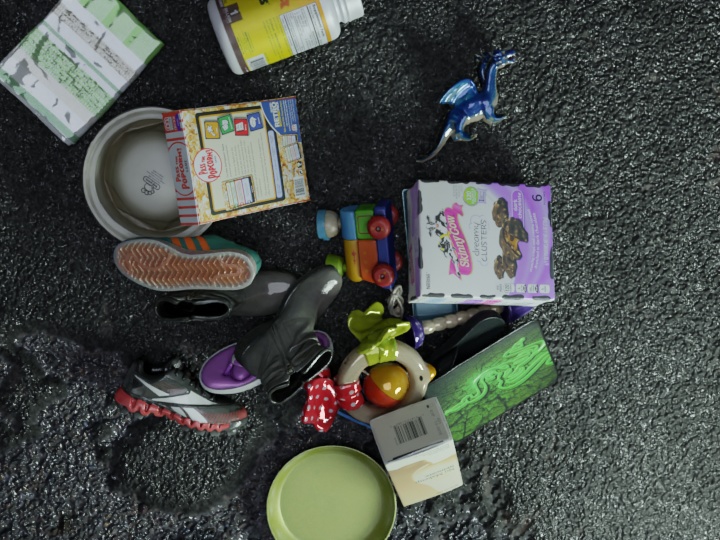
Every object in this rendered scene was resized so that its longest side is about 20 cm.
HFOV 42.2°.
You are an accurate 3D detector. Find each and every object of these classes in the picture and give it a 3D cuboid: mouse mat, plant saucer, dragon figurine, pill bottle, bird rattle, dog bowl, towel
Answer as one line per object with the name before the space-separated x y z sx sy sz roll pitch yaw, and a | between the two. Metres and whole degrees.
mouse mat | 0.197 0.168 1.388 0.199 0.008 0.161 -32 133 -2
plant saucer | 0.104 -0.025 1.393 0.070 0.019 0.201 -6 99 -2
dragon figurine | 0.144 -0.239 1.339 0.199 0.059 0.100 -32 100 2
pill bottle | -0.101 -0.352 1.282 0.199 0.109 0.110 -21 100 0
bird rattle | 0.014 0.154 1.297 0.163 0.113 0.200 33 93 -18
dog bowl | -0.287 -0.132 1.325 0.199 0.074 0.201 -1 100 -4
plant saucer | -0.045 0.361 1.441 0.199 0.031 0.201 -1 100 -3
towel | -0.396 -0.297 1.319 0.149 0.031 0.200 44 92 -11

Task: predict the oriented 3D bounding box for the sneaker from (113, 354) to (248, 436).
sneaker | -0.258 0.180 1.378 0.199 0.071 0.098 16 100 -4

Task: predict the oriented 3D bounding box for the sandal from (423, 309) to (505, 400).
sandal | 0.140 0.139 1.367 0.075 0.048 0.201 10 129 -37

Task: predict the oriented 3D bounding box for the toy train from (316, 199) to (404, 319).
toy train | 0.000 0.000 1.368 0.115 0.085 0.201 -1 107 13

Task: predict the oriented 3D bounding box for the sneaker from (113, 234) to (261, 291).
sneaker | -0.235 -0.013 1.287 0.199 0.080 0.072 7 105 5

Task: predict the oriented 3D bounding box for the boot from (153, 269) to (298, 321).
boot | -0.184 0.046 1.323 0.199 0.131 0.068 -4 100 -2

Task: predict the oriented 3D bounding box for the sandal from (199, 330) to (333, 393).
sandal | -0.141 0.120 1.370 0.202 0.083 0.050 -16 140 -10

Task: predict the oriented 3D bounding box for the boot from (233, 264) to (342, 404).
boot | -0.073 0.091 1.291 0.200 0.131 0.068 -45 132 -10

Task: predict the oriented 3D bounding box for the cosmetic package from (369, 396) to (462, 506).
cosmetic package | 0.084 0.266 1.350 0.105 0.200 0.071 -21 58 0

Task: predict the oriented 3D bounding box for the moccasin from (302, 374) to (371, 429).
moccasin | 0.003 0.189 1.401 0.199 0.080 0.068 27 94 -22

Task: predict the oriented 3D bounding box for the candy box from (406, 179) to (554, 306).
candy box | 0.169 -0.037 1.333 0.199 0.072 0.169 1 81 -11

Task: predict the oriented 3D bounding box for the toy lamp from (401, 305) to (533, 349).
toy lamp | 0.162 0.067 1.378 0.199 0.058 0.059 -16 100 -16

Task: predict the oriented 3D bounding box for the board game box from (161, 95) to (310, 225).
board game box | -0.165 -0.154 1.282 0.199 0.046 0.152 -16 102 -43
